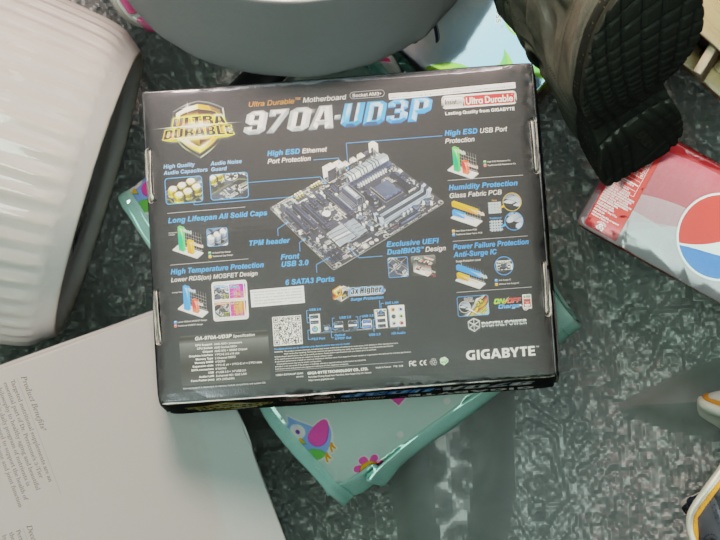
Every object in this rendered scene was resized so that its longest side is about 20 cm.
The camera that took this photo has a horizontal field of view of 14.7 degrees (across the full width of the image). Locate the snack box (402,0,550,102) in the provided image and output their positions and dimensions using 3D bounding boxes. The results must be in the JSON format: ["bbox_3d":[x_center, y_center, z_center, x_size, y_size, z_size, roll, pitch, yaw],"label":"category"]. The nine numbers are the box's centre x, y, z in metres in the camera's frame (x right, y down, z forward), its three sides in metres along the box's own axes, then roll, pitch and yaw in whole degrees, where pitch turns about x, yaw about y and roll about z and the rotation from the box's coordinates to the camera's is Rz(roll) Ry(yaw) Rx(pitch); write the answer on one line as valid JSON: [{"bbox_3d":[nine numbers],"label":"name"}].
[{"bbox_3d":[0.049,-0.189,1.500,0.200,0.053,0.142,42,97,7],"label":"snack box"}]

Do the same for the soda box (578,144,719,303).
[{"bbox_3d":[0.216,-0.004,1.460,0.200,0.070,0.064,30,96,7],"label":"soda box"}]

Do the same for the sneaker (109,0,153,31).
[{"bbox_3d":[-0.121,-0.224,1.510,0.081,0.088,0.201,-5,84,-21],"label":"sneaker"}]

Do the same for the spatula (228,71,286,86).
[{"bbox_3d":[-0.016,-0.140,1.445,0.056,0.021,0.200,36,83,31],"label":"spatula"}]

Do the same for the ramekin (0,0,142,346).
[{"bbox_3d":[-0.186,-0.056,1.469,0.105,0.200,0.201,16,93,-1],"label":"ramekin"}]

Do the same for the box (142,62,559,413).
[{"bbox_3d":[-0.006,-0.015,1.390,0.199,0.046,0.159,-5,81,2],"label":"box"}]

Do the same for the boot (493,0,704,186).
[{"bbox_3d":[0.100,-0.132,1.357,0.068,0.200,0.131,-30,69,-10],"label":"boot"}]

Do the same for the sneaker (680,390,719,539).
[{"bbox_3d":[0.207,0.157,1.468,0.079,0.078,0.201,2,80,4],"label":"sneaker"}]

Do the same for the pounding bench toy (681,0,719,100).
[{"bbox_3d":[0.234,-0.119,1.399,0.156,0.200,0.124,43,96,7],"label":"pounding bench toy"}]

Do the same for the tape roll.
[{"bbox_3d":[-0.033,-0.196,1.407,0.200,0.066,0.201,0,59,0],"label":"tape roll"}]

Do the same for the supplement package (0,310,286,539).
[{"bbox_3d":[-0.168,0.125,1.447,0.200,0.151,0.152,-20,87,-22],"label":"supplement package"}]

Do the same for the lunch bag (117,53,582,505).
[{"bbox_3d":[0.000,0.000,1.476,0.170,0.122,0.200,-36,80,6],"label":"lunch bag"}]
